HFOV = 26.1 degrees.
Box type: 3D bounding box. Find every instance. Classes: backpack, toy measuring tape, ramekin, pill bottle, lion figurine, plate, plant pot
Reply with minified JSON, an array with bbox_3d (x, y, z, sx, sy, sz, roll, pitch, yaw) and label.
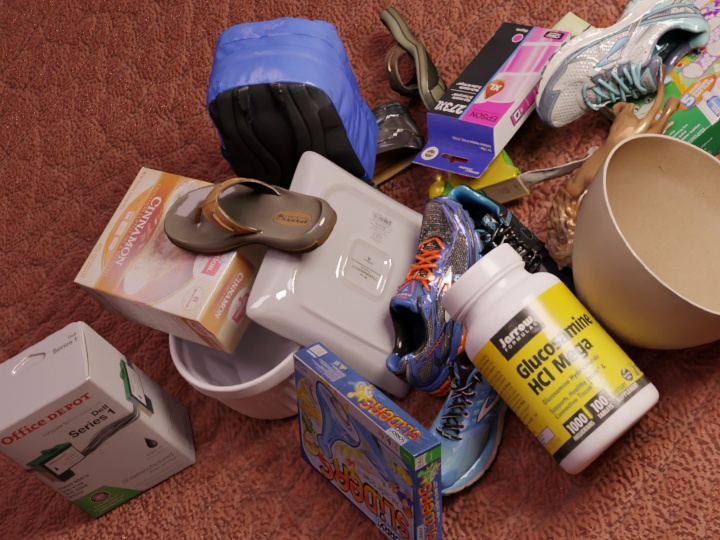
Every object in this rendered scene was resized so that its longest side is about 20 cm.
[{"bbox_3d":[-0.080,-0.187,1.667,0.161,0.200,0.169,-9,60,14],"label":"backpack"},{"bbox_3d":[0.162,-0.114,1.644,0.198,0.074,0.074,-17,52,24],"label":"toy measuring tape"},{"bbox_3d":[-0.096,0.064,1.666,0.199,0.105,0.202,-18,51,23],"label":"ramekin"},{"bbox_3d":[0.168,0.077,1.418,0.112,0.112,0.200,-42,78,1],"label":"pill bottle"},{"bbox_3d":[0.243,-0.100,1.513,0.072,0.201,0.123,27,29,8],"label":"lion figurine"},{"bbox_3d":[0.000,0.000,1.590,0.032,0.198,0.201,-28,38,58],"label":"plate"},{"bbox_3d":[0.272,-0.006,1.432,0.135,0.199,0.202,-51,33,44],"label":"plant pot"}]

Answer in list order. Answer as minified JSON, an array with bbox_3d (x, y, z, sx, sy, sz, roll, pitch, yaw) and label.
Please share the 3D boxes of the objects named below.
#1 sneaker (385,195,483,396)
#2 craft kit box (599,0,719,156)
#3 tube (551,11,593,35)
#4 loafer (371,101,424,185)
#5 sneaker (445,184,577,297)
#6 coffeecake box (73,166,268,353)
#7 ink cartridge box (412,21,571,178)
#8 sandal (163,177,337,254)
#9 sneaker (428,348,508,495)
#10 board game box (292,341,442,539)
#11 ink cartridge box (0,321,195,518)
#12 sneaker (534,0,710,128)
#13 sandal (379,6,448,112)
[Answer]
[{"bbox_3d":[0.071,0.023,1.553,0.075,0.078,0.202,-5,77,52],"label":"sneaker"},{"bbox_3d":[0.345,-0.216,1.610,0.200,0.049,0.198,-41,43,2],"label":"craft kit box"},{"bbox_3d":[0.184,-0.205,1.710,0.200,0.052,0.058,-43,87,-6],"label":"tube"},{"bbox_3d":[-0.016,-0.108,1.758,0.199,0.073,0.072,-38,49,6],"label":"loafer"},{"bbox_3d":[0.150,-0.014,1.571,0.073,0.082,0.200,-44,48,-4],"label":"sneaker"},{"bbox_3d":[-0.186,-0.014,1.658,0.199,0.073,0.154,14,67,39],"label":"coffeecake box"},{"bbox_3d":[0.140,-0.185,1.655,0.094,0.037,0.201,17,60,40],"label":"ink cartridge box"},{"bbox_3d":[-0.117,-0.058,1.556,0.199,0.055,0.082,8,64,34],"label":"sandal"},{"bbox_3d":[0.102,0.121,1.504,0.078,0.090,0.201,19,72,41],"label":"sneaker"},{"bbox_3d":[0.006,0.174,1.504,0.034,0.136,0.200,-23,38,-28],"label":"board game box"},{"bbox_3d":[-0.293,0.163,1.662,0.145,0.200,0.085,-30,47,13],"label":"ink cartridge box"},{"bbox_3d":[0.267,-0.210,1.578,0.200,0.078,0.087,-40,49,4],"label":"sneaker"},{"bbox_3d":[0.056,-0.233,1.793,0.057,0.080,0.202,-31,38,5],"label":"sandal"}]
